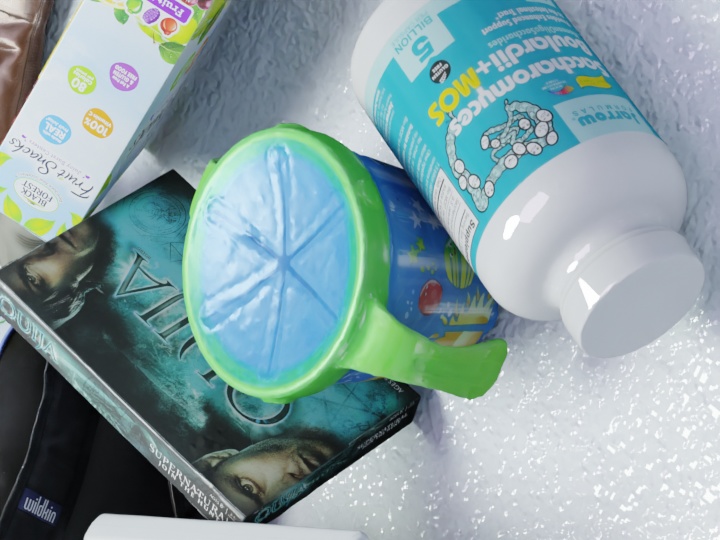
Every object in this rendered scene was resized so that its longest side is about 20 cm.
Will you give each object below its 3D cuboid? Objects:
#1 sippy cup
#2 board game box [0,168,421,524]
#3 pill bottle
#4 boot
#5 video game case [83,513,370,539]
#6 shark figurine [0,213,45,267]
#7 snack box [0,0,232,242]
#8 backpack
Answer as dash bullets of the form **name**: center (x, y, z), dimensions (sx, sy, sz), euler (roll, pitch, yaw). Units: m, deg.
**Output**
- **sippy cup**: center (0.000, 0.000, 1.220), dimensions (0.139, 0.130, 0.179), euler (-32, 64, 39)
- **board game box**: center (-0.084, 0.042, 1.264), dimensions (0.200, 0.135, 0.028), euler (41, 141, 21)
- **pill bottle**: center (0.085, -0.053, 1.154), dimensions (0.111, 0.110, 0.200), euler (-53, 54, 28)
- **boot**: center (-0.267, -0.147, 1.555), dimensions (0.186, 0.064, 0.201), euler (24, 107, 46)
- **video game case**: center (-0.028, 0.196, 1.217), dimensions (0.199, 0.182, 0.023), euler (-3, 42, 44)
- **shark figurine**: center (-0.216, 0.012, 1.457), dimensions (0.128, 0.089, 0.215), euler (-84, 1, -61)
- **snack box**: center (-0.124, -0.131, 1.334), dimensions (0.068, 0.169, 0.200), euler (33, 116, -4)
- **backpack**: center (-0.152, 0.107, 1.338), dimensions (0.154, 0.199, 0.192), euler (5, 86, 58)
